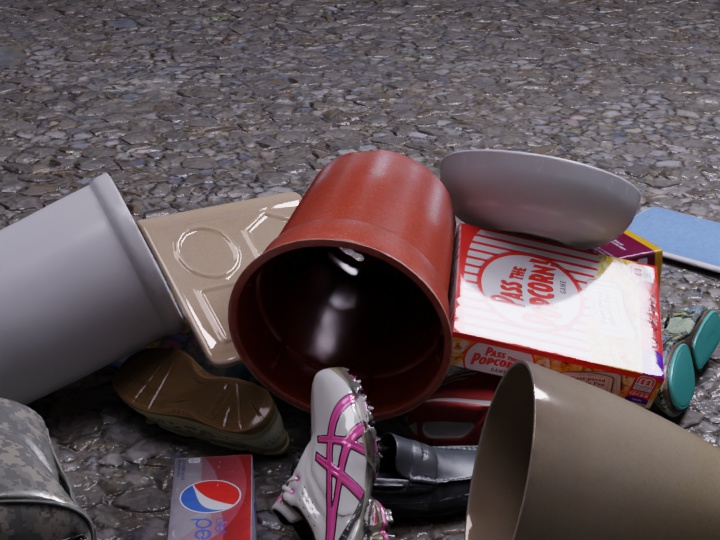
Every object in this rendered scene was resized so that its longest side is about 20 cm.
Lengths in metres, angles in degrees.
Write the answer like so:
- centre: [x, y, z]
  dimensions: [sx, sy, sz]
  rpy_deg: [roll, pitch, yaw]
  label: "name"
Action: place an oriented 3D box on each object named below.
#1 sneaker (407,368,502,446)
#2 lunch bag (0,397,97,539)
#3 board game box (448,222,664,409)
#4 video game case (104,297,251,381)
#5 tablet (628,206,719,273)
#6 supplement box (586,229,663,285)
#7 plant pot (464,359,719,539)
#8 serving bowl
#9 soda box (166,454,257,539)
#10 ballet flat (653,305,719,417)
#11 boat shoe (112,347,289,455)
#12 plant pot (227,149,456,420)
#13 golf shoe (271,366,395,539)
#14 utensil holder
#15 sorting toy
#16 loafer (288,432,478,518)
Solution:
- centre: [0.152, 0.123, 1.441]
  dimensions: [0.200, 0.078, 0.116]
  rpy_deg: [8, 26, 14]
  label: "sneaker"
- centre: [-0.307, 0.185, 1.223]
  dimensions: [0.168, 0.140, 0.200]
  rpy_deg: [-10, 26, -20]
  label: "lunch bag"
- centre: [0.180, 0.041, 1.464]
  dimensions: [0.200, 0.046, 0.152]
  rpy_deg: [12, 43, -5]
  label: "board game box"
- centre: [-0.178, 0.055, 1.586]
  dimensions: [0.200, 0.018, 0.143]
  rpy_deg: [15, 58, 30]
  label: "video game case"
- centre: [0.405, -0.033, 1.876]
  dimensions: [0.200, 0.014, 0.130]
  rpy_deg: [18, 29, 37]
  label: "tablet"
- centre: [0.204, 0.031, 1.607]
  dimensions: [0.200, 0.110, 0.086]
  rpy_deg: [-12, 25, -25]
  label: "supplement box"
- centre: [0.202, 0.180, 1.214]
  dimensions: [0.200, 0.187, 0.187]
  rpy_deg: [12, 23, -6]
  label: "plant pot"
- centre: [0.171, -0.059, 1.532]
  dimensions: [0.200, 0.066, 0.200]
  rpy_deg: [11, -10, 2]
  label: "serving bowl"
- centre: [-0.116, 0.222, 1.230]
  dimensions: [0.070, 0.063, 0.200]
  rpy_deg: [-2, 24, -2]
  label: "soda box"
- centre: [0.301, 0.092, 1.536]
  dimensions: [0.074, 0.074, 0.200]
  rpy_deg: [11, 21, 23]
  label: "ballet flat"
- centre: [-0.153, 0.128, 1.464]
  dimensions: [0.200, 0.063, 0.073]
  rpy_deg: [19, 60, 39]
  label: "boat shoe"
- centre: [0.000, 0.000, 1.433]
  dimensions: [0.201, 0.201, 0.195]
  rpy_deg: [5, 36, 11]
  label: "plant pot"
- centre: [-0.027, 0.167, 1.249]
  dimensions: [0.092, 0.073, 0.200]
  rpy_deg: [-4, 58, -8]
  label: "golf shoe"
- centre: [-0.292, 0.027, 1.491]
  dimensions: [0.200, 0.170, 0.170]
  rpy_deg: [-28, 30, -8]
  label: "utensil holder"
- centre: [-0.103, 0.009, 1.534]
  dimensions: [0.185, 0.036, 0.200]
  rpy_deg: [-13, 53, -32]
  label: "sorting toy"
- centre: [0.036, 0.173, 1.333]
  dimensions: [0.200, 0.070, 0.068]
  rpy_deg: [-7, 25, -15]
  label: "loafer"
